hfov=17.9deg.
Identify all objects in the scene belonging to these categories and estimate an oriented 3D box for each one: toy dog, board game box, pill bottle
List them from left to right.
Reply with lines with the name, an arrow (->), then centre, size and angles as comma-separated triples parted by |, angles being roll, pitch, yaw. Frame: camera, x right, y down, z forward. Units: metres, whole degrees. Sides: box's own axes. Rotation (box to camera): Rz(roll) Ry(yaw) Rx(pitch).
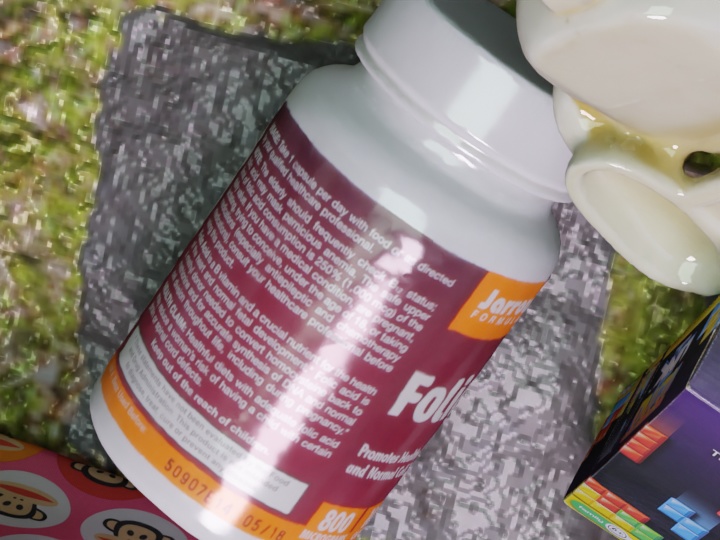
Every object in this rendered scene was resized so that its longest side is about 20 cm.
pill bottle -> 0.000, 0.000, 0.821 | 0.114, 0.114, 0.200 | 36, 107, 1
toy dog -> 0.122, -0.121, 0.746 | 0.193, 0.201, 0.139 | 31, 148, -21
board game box -> 0.183, 0.094, 0.784 | 0.199, 0.165, 0.057 | 32, 71, 3

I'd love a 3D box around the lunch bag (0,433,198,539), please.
lunch bag -> -0.142, 0.126, 0.843 | 0.199, 0.176, 0.082 | 16, 105, 7
